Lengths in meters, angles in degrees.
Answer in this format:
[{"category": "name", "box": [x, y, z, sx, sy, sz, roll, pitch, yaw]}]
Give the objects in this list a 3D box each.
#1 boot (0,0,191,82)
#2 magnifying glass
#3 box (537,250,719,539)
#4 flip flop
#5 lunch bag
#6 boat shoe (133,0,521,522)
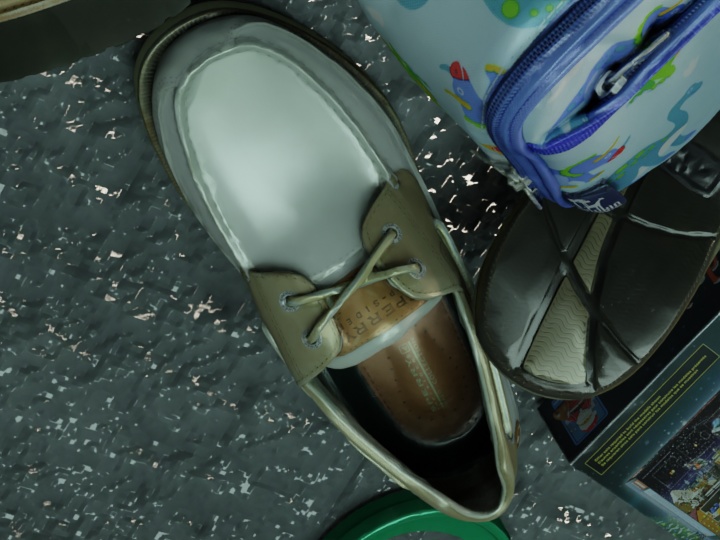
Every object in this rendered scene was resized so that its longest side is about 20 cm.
[{"category": "boot", "box": [-0.048, -0.151, 0.668, 0.200, 0.077, 0.139, -27, 119, -1]}, {"category": "magnifying glass", "box": [-0.017, 0.160, 0.894, 0.080, 0.022, 0.200, 30, 106, -30]}, {"category": "box", "box": [0.180, 0.020, 0.858, 0.136, 0.038, 0.200, 35, 105, -31]}, {"category": "flip flop", "box": [0.109, -0.043, 0.781, 0.081, 0.058, 0.200, 37, 87, 2]}, {"category": "lunch bag", "box": [0.095, -0.111, 0.673, 0.200, 0.082, 0.161, -45, 165, 2]}, {"category": "boat shoe", "box": [0.000, 0.000, 0.772, 0.075, 0.068, 0.200, -34, 124, 5]}]
